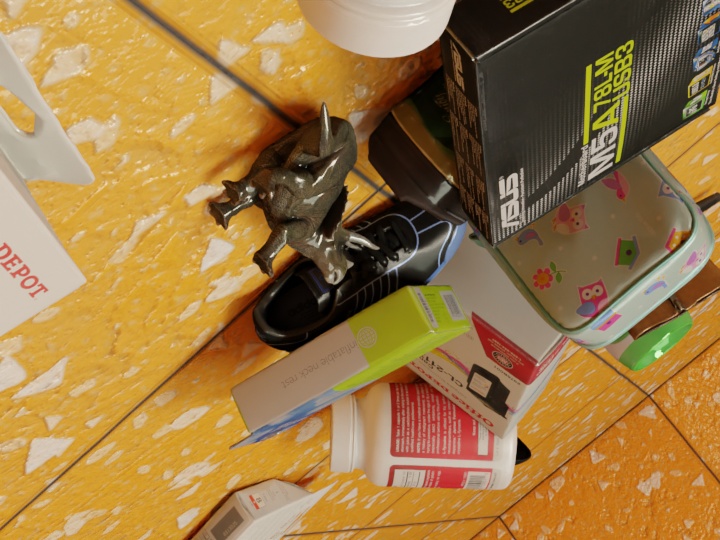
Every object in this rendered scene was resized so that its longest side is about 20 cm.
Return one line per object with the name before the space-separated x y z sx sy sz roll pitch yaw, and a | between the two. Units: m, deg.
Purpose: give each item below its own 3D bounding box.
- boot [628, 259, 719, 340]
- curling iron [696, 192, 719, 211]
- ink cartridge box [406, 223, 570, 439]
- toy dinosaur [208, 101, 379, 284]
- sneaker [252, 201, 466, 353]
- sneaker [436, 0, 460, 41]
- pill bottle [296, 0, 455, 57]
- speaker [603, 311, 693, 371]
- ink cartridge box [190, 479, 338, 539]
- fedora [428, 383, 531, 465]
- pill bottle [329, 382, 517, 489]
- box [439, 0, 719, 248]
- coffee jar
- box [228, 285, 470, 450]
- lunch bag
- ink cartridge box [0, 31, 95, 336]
boot | 0.265 -0.064 0.955 0.187 0.201 0.069 -32 158 -11
curling iron | 0.413 -0.049 1.434 0.199 0.026 0.050 -36 121 -13
ink cartridge box | 0.124 0.066 1.052 0.083 0.145 0.201 -46 162 -23
toy dinosaur | -0.039 -0.062 0.700 0.102 0.077 0.201 -39 156 -29
sneaker | 0.000 0.000 0.856 0.199 0.070 0.078 -38 165 3
sneaker | 0.110 -0.208 0.609 0.198 0.074 0.088 -29 163 -8
pill bottle | 0.021 -0.193 0.456 0.111 0.113 0.201 -26 156 -25
speaker | 0.227 -0.003 1.018 0.088 0.201 0.089 -30 157 -14
ink cartridge box | -0.134 0.318 1.328 0.162 0.050 0.199 -48 164 23
fedora | 0.132 0.168 1.310 0.200 0.199 0.093 3 103 -58
pill bottle | 0.065 0.181 1.160 0.197 0.113 0.113 3 150 -3
box | 0.144 -0.125 0.651 0.192 0.048 0.201 -33 151 -10
coffee jar | 0.100 -0.122 0.745 0.200 0.086 0.104 -44 156 13
box | -0.015 0.078 0.875 0.199 0.048 0.122 -31 169 17
lunch bag | 0.176 -0.046 0.870 0.160 0.201 0.077 -45 146 18
ink cartridge box | -0.214 -0.026 0.407 0.199 0.126 0.129 -33 158 -10
